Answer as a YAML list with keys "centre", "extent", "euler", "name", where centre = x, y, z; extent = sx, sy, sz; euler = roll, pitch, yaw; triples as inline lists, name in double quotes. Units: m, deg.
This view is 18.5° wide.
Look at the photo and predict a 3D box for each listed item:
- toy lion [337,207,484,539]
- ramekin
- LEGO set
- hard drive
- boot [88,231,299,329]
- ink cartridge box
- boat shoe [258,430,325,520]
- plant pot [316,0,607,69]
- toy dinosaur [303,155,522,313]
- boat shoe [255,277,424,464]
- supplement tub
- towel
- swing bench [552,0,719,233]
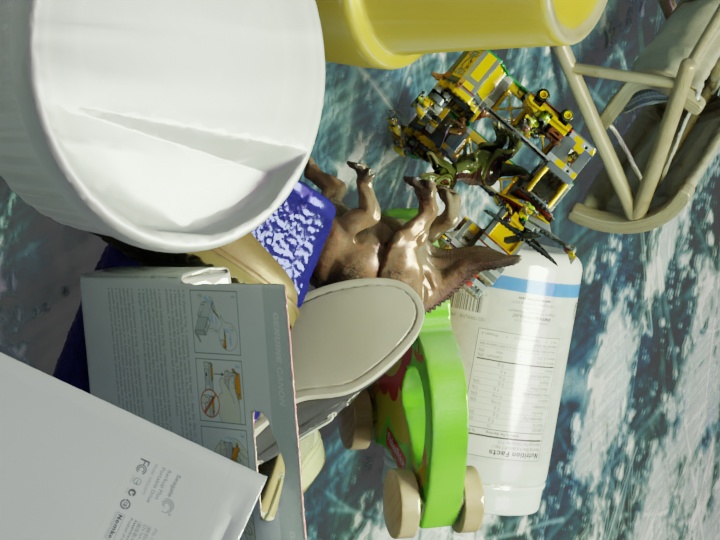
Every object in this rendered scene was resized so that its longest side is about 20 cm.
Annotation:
- centre: [0.036, 0.061, 1.550]
  extent: [0.200, 0.068, 0.193]
  euler: [-121, -149, -60]
  name: "toy lion"
- centre: [-0.120, -0.109, 1.166]
  extent: [0.201, 0.094, 0.204]
  euler: [4, 85, -43]
  name: "ramekin"
- centre: [0.075, -0.060, 1.557]
  extent: [0.116, 0.154, 0.200]
  euler: [-50, -172, -14]
  name: "LEGO set"
- centre: [-0.164, 0.123, 1.128]
  extent: [0.025, 0.199, 0.133]
  euler: [113, 2, -66]
  name: "hard drive"
- centre: [-0.072, -0.087, 1.295]
  extent: [0.175, 0.066, 0.201]
  euler: [36, 64, -23]
  name: "boot"
- centre: [-0.080, 0.099, 1.217]
  extent: [0.043, 0.173, 0.202]
  euler: [-11, 98, -46]
  name: "ink cartridge box"
- centre: [-0.082, 0.146, 1.444]
  extent: [0.201, 0.073, 0.064]
  euler: [-50, 136, -49]
  name: "boat shoe"
- centre: [0.062, -0.224, 1.445]
  extent: [0.201, 0.187, 0.202]
  euler: [-37, 134, -53]
  name: "plant pot"
- centre: [0.000, 0.000, 1.461]
  extent: [0.086, 0.198, 0.137]
  euler: [-152, -105, -86]
  name: "toy dinosaur"
- centre: [-0.047, 0.074, 1.417]
  extent: [0.199, 0.073, 0.063]
  euler: [-33, 160, -9]
  name: "boat shoe"
- centre: [0.093, 0.076, 1.699]
  extent: [0.132, 0.131, 0.202]
  euler: [-2, 103, -63]
  name: "supplement tub"
- centre: [-0.104, 0.016, 1.344]
  extent: [0.147, 0.049, 0.201]
  euler: [34, 68, -36]
  name: "towel"
- centre: [0.273, -0.163, 1.968]
  extent: [0.199, 0.129, 0.201]
  euler: [-54, 146, -41]
  name: "swing bench"
